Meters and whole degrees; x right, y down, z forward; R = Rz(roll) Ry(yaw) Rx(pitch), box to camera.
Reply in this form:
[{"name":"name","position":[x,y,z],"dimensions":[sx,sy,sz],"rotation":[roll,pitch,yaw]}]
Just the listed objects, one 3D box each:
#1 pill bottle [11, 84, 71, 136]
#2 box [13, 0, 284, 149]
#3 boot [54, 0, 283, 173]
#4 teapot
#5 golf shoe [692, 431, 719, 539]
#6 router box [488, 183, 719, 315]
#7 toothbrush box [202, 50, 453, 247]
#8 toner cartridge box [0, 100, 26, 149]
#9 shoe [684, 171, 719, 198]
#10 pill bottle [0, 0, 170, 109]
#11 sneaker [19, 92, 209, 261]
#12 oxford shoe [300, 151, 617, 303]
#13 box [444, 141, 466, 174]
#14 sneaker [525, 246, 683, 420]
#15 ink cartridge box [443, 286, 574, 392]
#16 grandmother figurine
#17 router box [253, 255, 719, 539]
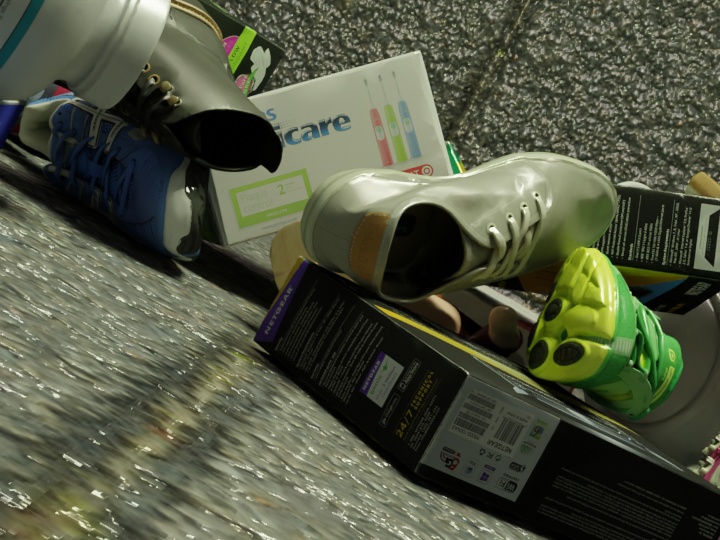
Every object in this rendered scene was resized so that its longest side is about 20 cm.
[{"name":"pill bottle","position":[-0.261,-0.161,1.047],"dimensions":[0.200,0.111,0.111],"rotation":[22,8,-48]},{"name":"box","position":[-0.178,-0.150,1.241],"dimensions":[0.124,0.149,0.200],"rotation":[33,5,29]},{"name":"boot","position":[-0.142,-0.114,0.923],"dimensions":[0.200,0.078,0.138],"rotation":[4,33,-33]},{"name":"teapot","position":[0.223,0.059,1.196],"dimensions":[0.146,0.198,0.200],"rotation":[25,2,-40]},{"name":"golf shoe","position":[0.246,0.139,1.025],"dimensions":[0.091,0.075,0.200],"rotation":[41,30,0]},{"name":"router box","position":[0.140,-0.014,1.047],"dimensions":[0.149,0.051,0.200],"rotation":[8,-6,4]},{"name":"toothbrush box","position":[-0.037,-0.075,1.105],"dimensions":[0.145,0.086,0.200],"rotation":[-16,4,-9]},{"name":"toner cartridge box","position":[-0.231,-0.089,0.853],"dimensions":[0.095,0.043,0.200],"rotation":[30,4,-5]},{"name":"shoe","position":[0.265,0.025,1.099],"dimensions":[0.200,0.053,0.070],"rotation":[54,8,11]},{"name":"pill bottle","position":[-0.193,-0.153,0.823],"dimensions":[0.200,0.111,0.111],"rotation":[28,4,-25]},{"name":"sneaker","position":[-0.142,-0.056,1.005],"dimensions":[0.077,0.076,0.200],"rotation":[2,17,-26]},{"name":"oxford shoe","position":[0.061,-0.018,0.873],"dimensions":[0.200,0.075,0.058],"rotation":[-4,28,-40]},{"name":"box","position":[0.034,-0.030,1.312],"dimensions":[0.200,0.117,0.048],"rotation":[60,8,-72]},{"name":"sneaker","position":[0.135,0.035,0.921],"dimensions":[0.083,0.074,0.200],"rotation":[25,1,6]},{"name":"ink cartridge box","position":[0.081,0.047,1.207],"dimensions":[0.116,0.068,0.200],"rotation":[29,5,-4]},{"name":"grandmother figurine","position":[0.038,0.032,0.974],"dimensions":[0.121,0.061,0.200],"rotation":[5,-23,35]},{"name":"router box","position":[0.066,0.074,0.852],"dimensions":[0.200,0.052,0.157],"rotation":[27,4,-36]}]
